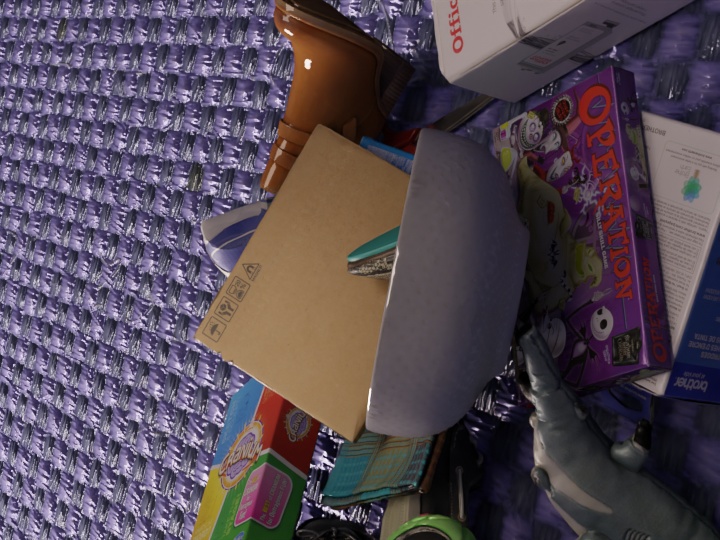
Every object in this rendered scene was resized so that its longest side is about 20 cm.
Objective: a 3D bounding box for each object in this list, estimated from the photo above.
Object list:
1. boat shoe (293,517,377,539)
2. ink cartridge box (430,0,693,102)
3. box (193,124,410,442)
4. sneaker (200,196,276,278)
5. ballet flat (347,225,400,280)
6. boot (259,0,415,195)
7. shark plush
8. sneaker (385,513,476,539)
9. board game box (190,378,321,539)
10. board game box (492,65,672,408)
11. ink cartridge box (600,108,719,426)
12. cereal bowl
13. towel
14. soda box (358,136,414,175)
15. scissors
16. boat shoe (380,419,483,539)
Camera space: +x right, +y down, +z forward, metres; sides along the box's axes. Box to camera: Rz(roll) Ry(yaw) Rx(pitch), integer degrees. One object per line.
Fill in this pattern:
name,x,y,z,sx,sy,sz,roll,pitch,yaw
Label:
boat shoe,-0.024,0.231,1.100,0.200,0.073,0.063,145,133,-82
ink cartridge box,0.147,-0.236,1.029,0.199,0.082,0.149,-26,62,45
box,-0.018,0.008,1.082,0.162,0.021,0.202,30,88,19
sneaker,-0.077,0.015,1.220,0.080,0.200,0.117,-20,75,-1
ballet flat,0.087,-0.034,1.022,0.199,0.076,0.068,-35,10,2
boot,-0.042,-0.134,1.138,0.074,0.199,0.155,42,100,31
shark plush,0.158,0.113,0.883,0.083,0.091,0.202,-21,99,35
sneaker,0.009,0.257,0.963,0.201,0.076,0.084,-56,13,22
board game box,-0.090,0.175,1.191,0.153,0.040,0.202,-42,28,51
board game box,0.143,-0.020,0.915,0.119,0.032,0.203,-23,64,45
ink cartridge box,0.196,0.002,0.920,0.136,0.076,0.203,28,102,52
cereal bowl,0.060,0.013,0.890,0.200,0.082,0.203,12,-90,-86
towel,0.028,0.110,1.074,0.200,0.021,0.149,-31,38,66
soda box,0.000,0.000,1.128,0.063,0.068,0.202,21,86,20
scissors,0.055,-0.106,1.176,0.199,0.014,0.074,-9,73,49
boat shoe,0.062,0.151,1.074,0.072,0.067,0.203,134,148,-62
